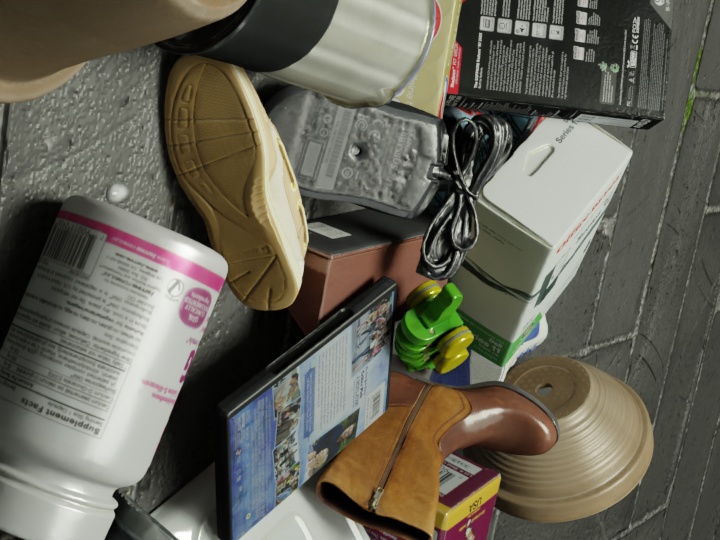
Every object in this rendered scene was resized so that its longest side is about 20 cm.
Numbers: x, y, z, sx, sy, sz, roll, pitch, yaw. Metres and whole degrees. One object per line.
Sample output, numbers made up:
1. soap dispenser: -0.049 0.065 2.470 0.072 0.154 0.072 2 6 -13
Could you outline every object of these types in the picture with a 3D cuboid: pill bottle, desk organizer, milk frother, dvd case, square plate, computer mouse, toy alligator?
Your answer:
1. pill bottle: -0.169 0.065 0.821 0.113 0.113 0.201 31 79 -58
2. desk organizer: 0.000 0.000 1.097 0.199 0.071 0.078 -14 120 -54
3. milk frother: -0.012 -0.211 0.831 0.188 0.199 0.182 6 83 -56
4. dvd case: -0.040 0.107 1.026 0.200 0.017 0.144 -36 143 -39
5. square plate: -0.064 0.236 1.068 0.198 0.028 0.201 -38 105 -44
6. computer mouse: 0.007 -0.084 1.017 0.199 0.053 0.139 19 98 -20
7. toy alligator: 0.053 0.062 1.104 0.054 0.060 0.200 -29 162 -12

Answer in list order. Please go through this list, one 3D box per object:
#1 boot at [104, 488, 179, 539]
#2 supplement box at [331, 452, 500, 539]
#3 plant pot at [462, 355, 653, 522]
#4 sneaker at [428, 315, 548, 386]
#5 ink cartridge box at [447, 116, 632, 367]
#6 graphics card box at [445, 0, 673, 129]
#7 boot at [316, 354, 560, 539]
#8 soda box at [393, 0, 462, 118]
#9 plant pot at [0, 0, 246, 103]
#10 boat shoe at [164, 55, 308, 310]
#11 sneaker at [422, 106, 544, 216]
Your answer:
1. boot: -0.207 0.244 0.882 0.200 0.066 0.165 -51 -178 -12
2. supplement box: 0.037 0.263 1.216 0.103 0.130 0.202 -22 129 -53
3. plant pot: 0.199 0.155 1.368 0.201 0.200 0.093 -48 136 -34
4. sneaker: 0.144 0.075 1.352 0.115 0.080 0.201 36 73 -55
5. ink cartridge box: 0.154 -0.029 1.195 0.147 0.083 0.201 -47 163 -30
6. graphics card box: 0.165 -0.196 1.127 0.051 0.198 0.127 127 -32 -82
7. boot: 0.074 0.160 1.134 0.200 0.187 0.069 -64 179 -60
8. soda box: 0.039 -0.169 1.058 0.064 0.067 0.202 -56 156 -75
9. plant pot: -0.141 -0.181 0.654 0.200 0.173 0.202 -18 110 -60
10. boat shoe: -0.084 -0.071 0.938 0.069 0.073 0.201 -67 149 -56
11. sneaker: 0.111 -0.130 1.199 0.201 0.079 0.096 -63 146 -15
